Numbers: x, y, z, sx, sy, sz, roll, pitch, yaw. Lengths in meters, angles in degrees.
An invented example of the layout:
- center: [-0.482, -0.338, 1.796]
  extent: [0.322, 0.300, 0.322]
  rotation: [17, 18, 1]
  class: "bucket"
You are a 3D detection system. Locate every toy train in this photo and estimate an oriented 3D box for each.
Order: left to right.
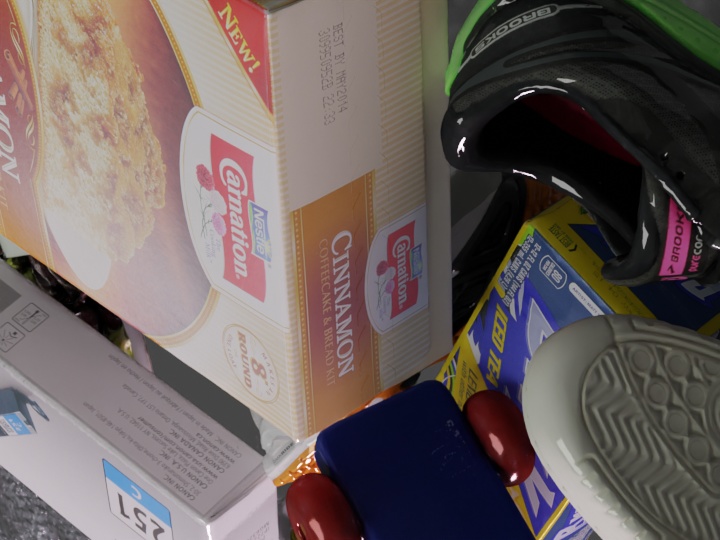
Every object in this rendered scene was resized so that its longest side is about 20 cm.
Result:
- center: [0.048, 0.147, 0.733]
  extent: [0.201, 0.084, 0.116]
  rotation: [60, 163, 22]
  class: "toy train"

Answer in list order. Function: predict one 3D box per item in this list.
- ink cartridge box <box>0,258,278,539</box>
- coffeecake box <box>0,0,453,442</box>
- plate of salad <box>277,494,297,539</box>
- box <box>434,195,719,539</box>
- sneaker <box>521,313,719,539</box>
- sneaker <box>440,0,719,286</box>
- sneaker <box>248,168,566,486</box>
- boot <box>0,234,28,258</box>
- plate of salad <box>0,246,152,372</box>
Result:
- center: [-0.118, 0.093, 0.969]
  extent: [0.199, 0.045, 0.177]
  rotation: [35, 149, 26]
  class: "ink cartridge box"
- center: [-0.063, -0.062, 0.710]
  extent: [0.199, 0.073, 0.154]
  rotation: [31, 137, 38]
  class: "coffeecake box"
- center: [0.022, 0.185, 0.959]
  extent: [0.200, 0.048, 0.201]
  rotation: [41, 153, 26]
  class: "plate of salad"
- center: [0.070, 0.046, 0.774]
  extent: [0.070, 0.064, 0.200]
  rotation: [47, 146, 15]
  class: "box"
- center: [0.109, 0.082, 0.684]
  extent: [0.199, 0.077, 0.111]
  rotation: [28, 159, -24]
  class: "sneaker"
- center: [0.112, -0.020, 0.619]
  extent: [0.199, 0.084, 0.077]
  rotation: [22, 149, 21]
  class: "sneaker"
- center: [0.000, 0.000, 0.813]
  extent: [0.092, 0.075, 0.200]
  rotation: [59, 137, 17]
  class: "sneaker"
- center: [-0.104, -0.082, 0.882]
  extent: [0.199, 0.072, 0.146]
  rotation: [-2, 98, 56]
  class: "boot"
- center: [-0.174, 0.017, 1.085]
  extent: [0.200, 0.048, 0.201]
  rotation: [33, 140, 33]
  class: "plate of salad"
